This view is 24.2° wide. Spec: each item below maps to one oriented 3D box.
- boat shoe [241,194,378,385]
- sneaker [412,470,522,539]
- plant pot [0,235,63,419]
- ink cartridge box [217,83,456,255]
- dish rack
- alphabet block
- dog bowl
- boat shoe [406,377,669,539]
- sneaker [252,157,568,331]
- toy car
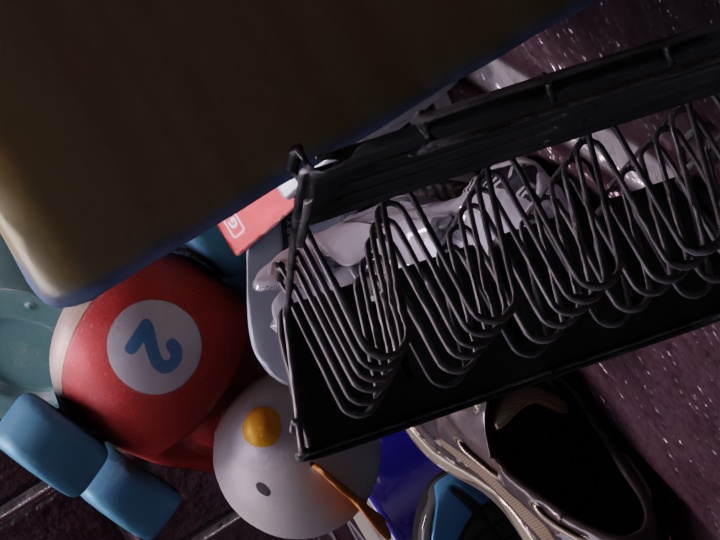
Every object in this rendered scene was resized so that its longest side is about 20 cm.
[{"bbox_3d":[-0.020,-0.046,0.821,0.068,0.073,0.200,-59,-33,-68],"label":"boat shoe"},{"bbox_3d":[0.059,0.163,0.909,0.082,0.073,0.200,49,167,42],"label":"sneaker"},{"bbox_3d":[-0.190,0.001,1.061,0.161,0.200,0.201,-80,-25,-45],"label":"plant pot"},{"bbox_3d":[-0.071,-0.121,0.741,0.173,0.043,0.201,-36,83,42],"label":"ink cartridge box"},{"bbox_3d":[0.049,-0.008,0.444,0.200,0.153,0.055,107,143,-76],"label":"dish rack"},{"bbox_3d":[-0.060,-0.128,0.479,0.201,0.196,0.195,60,169,-10],"label":"alphabet block"},{"bbox_3d":[0.045,0.177,1.245,0.201,0.079,0.200,56,171,14],"label":"dog bowl"},{"bbox_3d":[0.080,0.073,0.804,0.200,0.074,0.073,45,153,30],"label":"boat shoe"},{"bbox_3d":[0.026,0.010,0.704,0.075,0.115,0.200,60,171,-13],"label":"sneaker"},{"bbox_3d":[-0.061,0.084,0.939,0.200,0.185,0.177,30,170,30],"label":"toy car"}]
